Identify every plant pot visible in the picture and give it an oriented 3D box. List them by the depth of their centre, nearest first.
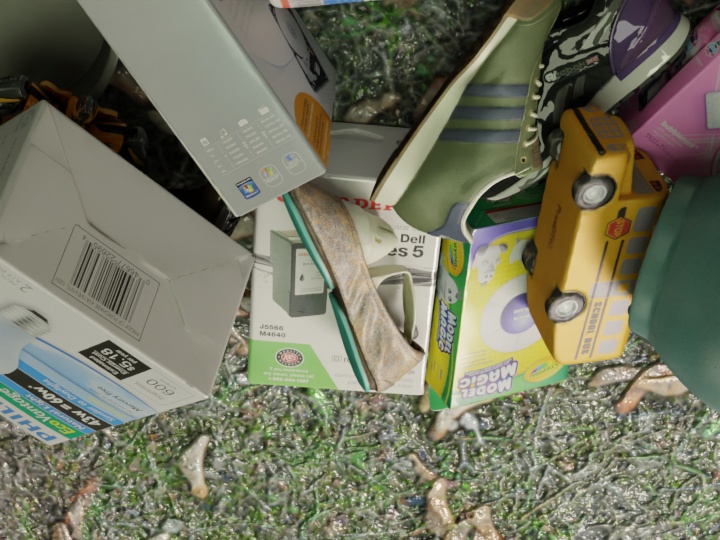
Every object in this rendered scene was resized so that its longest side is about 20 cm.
[{"bbox_3d":[0.269,0.007,1.044,0.134,0.200,0.201,20,125,17],"label":"plant pot"}]

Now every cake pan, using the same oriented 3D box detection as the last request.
[{"bbox_3d":[-0.272,-0.192,1.092,0.200,0.037,0.201,1,124,2],"label":"cake pan"}]

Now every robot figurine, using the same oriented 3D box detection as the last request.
[{"bbox_3d":[-0.245,-0.072,1.115,0.145,0.058,0.200,22,148,-25],"label":"robot figurine"}]

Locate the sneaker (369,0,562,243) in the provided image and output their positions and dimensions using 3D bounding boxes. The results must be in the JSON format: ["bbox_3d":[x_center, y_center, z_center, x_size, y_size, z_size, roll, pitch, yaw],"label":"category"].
[{"bbox_3d":[0.097,-0.107,1.051,0.090,0.067,0.200,35,104,-6],"label":"sneaker"}]

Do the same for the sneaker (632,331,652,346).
[{"bbox_3d":[0.285,0.033,1.181,0.199,0.099,0.071,13,121,-8],"label":"sneaker"}]

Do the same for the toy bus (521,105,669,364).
[{"bbox_3d":[0.170,-0.023,1.091,0.078,0.065,0.200,-5,132,-14],"label":"toy bus"}]

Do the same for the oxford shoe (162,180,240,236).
[{"bbox_3d":[-0.149,-0.032,1.143,0.084,0.073,0.200,38,141,-14],"label":"oxford shoe"}]

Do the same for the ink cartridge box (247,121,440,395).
[{"bbox_3d":[-0.013,-0.009,1.174,0.145,0.084,0.200,4,123,-1],"label":"ink cartridge box"}]

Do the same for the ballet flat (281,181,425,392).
[{"bbox_3d":[0.000,0.000,1.100,0.067,0.068,0.200,-25,125,-5],"label":"ballet flat"}]

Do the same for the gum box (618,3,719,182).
[{"bbox_3d":[0.296,-0.099,1.109,0.200,0.066,0.114,34,122,-19],"label":"gum box"}]

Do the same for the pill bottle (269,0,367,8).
[{"bbox_3d":[0.032,-0.241,1.001,0.199,0.112,0.112,-5,123,2],"label":"pill bottle"}]

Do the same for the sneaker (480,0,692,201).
[{"bbox_3d":[0.139,-0.141,1.094,0.088,0.076,0.200,41,107,-18],"label":"sneaker"}]

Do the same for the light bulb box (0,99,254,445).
[{"bbox_3d":[-0.220,0.011,1.050,0.198,0.125,0.200,38,142,-30],"label":"light bulb box"}]

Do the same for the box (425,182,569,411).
[{"bbox_3d":[0.117,0.031,1.192,0.117,0.048,0.200,-12,129,-23],"label":"box"}]

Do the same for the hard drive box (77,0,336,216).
[{"bbox_3d":[-0.102,-0.164,1.033,0.077,0.156,0.200,-26,120,18],"label":"hard drive box"}]
